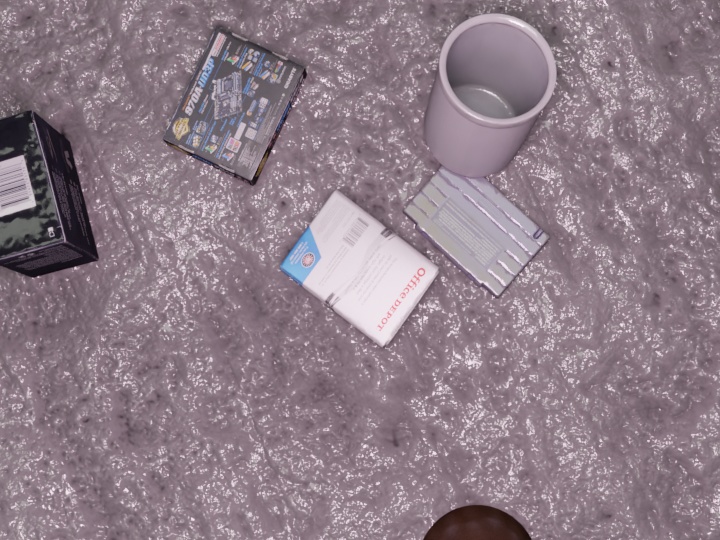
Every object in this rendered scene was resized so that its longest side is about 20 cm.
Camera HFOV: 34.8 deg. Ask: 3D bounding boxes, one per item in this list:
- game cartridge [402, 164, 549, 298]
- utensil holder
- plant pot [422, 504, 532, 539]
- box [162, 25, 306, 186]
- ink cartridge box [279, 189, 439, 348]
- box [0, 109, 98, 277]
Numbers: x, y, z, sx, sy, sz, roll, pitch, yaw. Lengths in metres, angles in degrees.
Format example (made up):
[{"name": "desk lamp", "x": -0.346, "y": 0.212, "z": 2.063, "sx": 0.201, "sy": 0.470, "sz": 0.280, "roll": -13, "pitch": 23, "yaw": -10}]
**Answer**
[{"name": "game cartridge", "x": 0.175, "y": -0.068, "z": 1.758, "sx": 0.200, "sy": 0.038, "sz": 0.130, "roll": 43, "pitch": 91, "yaw": 6}, {"name": "utensil holder", "x": 0.180, "y": -0.249, "z": 1.677, "sx": 0.167, "sy": 0.200, "sz": 0.173, "roll": 2, "pitch": 71, "yaw": -6}, {"name": "plant pot", "x": 0.172, "y": 0.436, "z": 1.617, "sx": 0.184, "sy": 0.200, "sz": 0.190, "roll": 0, "pitch": 84, "yaw": 2}, {"name": "box", "x": -0.194, "y": -0.256, "z": 1.787, "sx": 0.157, "sy": 0.046, "sz": 0.202, "roll": 24, "pitch": 85, "yaw": 5}, {"name": "ink cartridge box", "x": 0.000, "y": 0.000, "z": 1.730, "sx": 0.199, "sy": 0.086, "sz": 0.147, "roll": 37, "pitch": 87, "yaw": 4}, {"name": "box", "x": -0.487, "y": -0.107, "z": 1.705, "sx": 0.116, "sy": 0.200, "sz": 0.200, "roll": -16, "pitch": 83, "yaw": 0}]
